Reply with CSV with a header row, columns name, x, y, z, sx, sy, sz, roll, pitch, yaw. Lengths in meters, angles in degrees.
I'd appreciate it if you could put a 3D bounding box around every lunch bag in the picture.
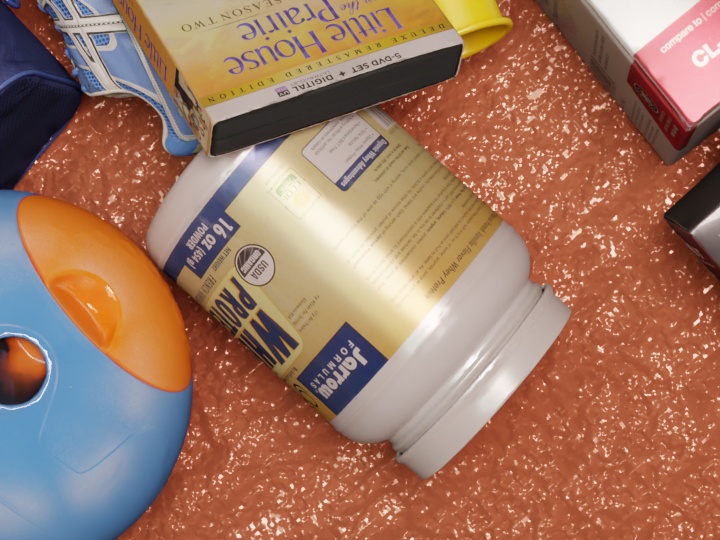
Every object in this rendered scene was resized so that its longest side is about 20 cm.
name,x,y,z,sx,sy,sz,roll,pitch,yaw
lunch bag,-0.263,-0.092,0.979,0.132,0.136,0.200,41,94,8

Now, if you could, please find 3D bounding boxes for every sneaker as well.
name,x,y,z,sx,sy,sz,roll,pitch,yaw
sneaker,-0.144,-0.140,0.955,0.199,0.076,0.077,37,105,19

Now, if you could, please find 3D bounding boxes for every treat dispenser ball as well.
name,x,y,z,sx,sy,sz,roll,pitch,yaw
treat dispenser ball,-0.187,0.059,0.905,0.199,0.201,0.203,0,88,8

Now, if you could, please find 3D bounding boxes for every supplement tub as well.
name,x,y,z,sx,sy,sz,roll,pitch,yaw
supplement tub,0.000,0.000,0.927,0.200,0.144,0.145,42,94,1

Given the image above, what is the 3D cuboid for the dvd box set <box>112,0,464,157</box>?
name,x,y,z,sx,sy,sz,roll,pitch,yaw
dvd box set,-0.057,-0.156,0.897,0.145,0.030,0.201,-20,59,-22

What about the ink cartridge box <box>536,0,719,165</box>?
name,x,y,z,sx,sy,sz,roll,pitch,yaw
ink cartridge box,0.137,-0.165,0.917,0.083,0.146,0.201,-38,83,4

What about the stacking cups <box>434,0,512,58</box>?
name,x,y,z,sx,sy,sz,roll,pitch,yaw
stacking cups,0.023,-0.214,0.943,0.060,0.060,0.202,-19,83,7

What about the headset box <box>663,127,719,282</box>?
name,x,y,z,sx,sy,sz,roll,pitch,yaw
headset box,0.268,-0.016,0.906,0.148,0.075,0.200,-42,97,5
